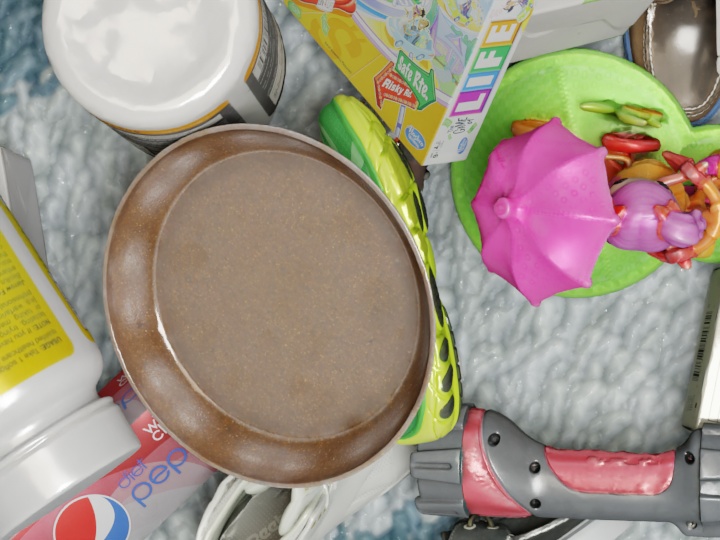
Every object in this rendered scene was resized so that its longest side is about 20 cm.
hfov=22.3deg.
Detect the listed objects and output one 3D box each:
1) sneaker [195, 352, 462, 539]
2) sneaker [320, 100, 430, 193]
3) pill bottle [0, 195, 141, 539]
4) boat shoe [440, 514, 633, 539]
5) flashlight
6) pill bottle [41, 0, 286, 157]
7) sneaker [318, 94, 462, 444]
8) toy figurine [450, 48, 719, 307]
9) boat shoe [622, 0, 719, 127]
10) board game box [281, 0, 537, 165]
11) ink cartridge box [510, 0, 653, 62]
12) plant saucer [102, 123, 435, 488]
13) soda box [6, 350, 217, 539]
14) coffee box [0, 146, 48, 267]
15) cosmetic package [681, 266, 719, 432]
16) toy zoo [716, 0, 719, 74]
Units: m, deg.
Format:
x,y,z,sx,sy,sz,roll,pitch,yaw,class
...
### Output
x,y,z,sx,sy,sz,roll,pitch,yaw,class
-0.015,0.111,1.062,0.074,0.116,0.200,43,89,6,sneaker
0.005,-0.035,1.101,0.082,0.077,0.200,39,91,-23,sneaker
-0.212,0.038,0.996,0.114,0.114,0.200,-34,86,1,pill bottle
0.064,0.175,1.079,0.200,0.069,0.057,-29,86,4,boat shoe
0.131,0.109,1.034,0.199,0.068,0.068,-1,56,16,flashlight
-0.102,-0.122,1.032,0.116,0.200,0.117,0,85,4,pill bottle
0.000,0.000,1.015,0.083,0.074,0.201,-12,85,9,sneaker
0.136,-0.033,1.005,0.199,0.184,0.151,10,104,8,toy figurine
0.195,-0.185,1.082,0.072,0.072,0.201,3,88,3,boat shoe
0.016,-0.175,1.031,0.200,0.034,0.135,51,135,33,board game box
0.081,-0.226,1.065,0.117,0.067,0.201,-15,74,-23,ink cartridge box
-0.046,0.018,0.984,0.200,0.034,0.201,7,107,24,plant saucer
-0.142,0.116,1.081,0.200,0.070,0.063,-44,116,1,soda box
-0.294,0.001,1.099,0.199,0.080,0.115,-9,87,3,coffee box
0.297,0.065,1.066,0.199,0.073,0.104,13,89,3,cosmetic package
0.250,-0.177,1.061,0.020,0.131,0.201,-3,87,45,toy zoo
